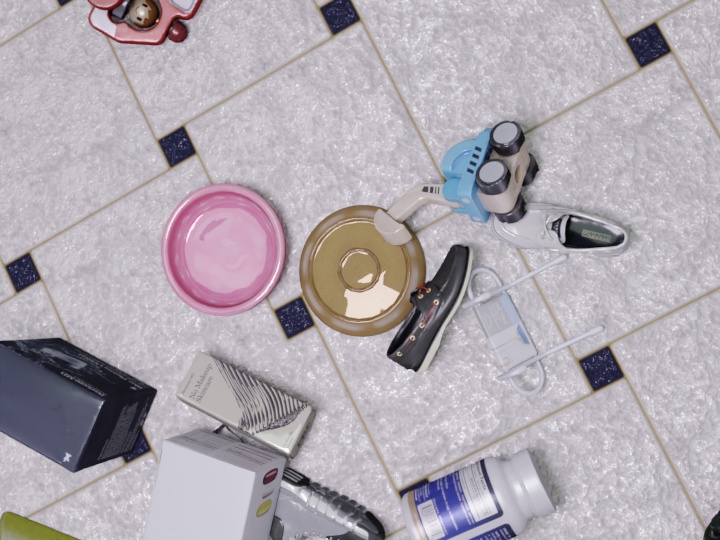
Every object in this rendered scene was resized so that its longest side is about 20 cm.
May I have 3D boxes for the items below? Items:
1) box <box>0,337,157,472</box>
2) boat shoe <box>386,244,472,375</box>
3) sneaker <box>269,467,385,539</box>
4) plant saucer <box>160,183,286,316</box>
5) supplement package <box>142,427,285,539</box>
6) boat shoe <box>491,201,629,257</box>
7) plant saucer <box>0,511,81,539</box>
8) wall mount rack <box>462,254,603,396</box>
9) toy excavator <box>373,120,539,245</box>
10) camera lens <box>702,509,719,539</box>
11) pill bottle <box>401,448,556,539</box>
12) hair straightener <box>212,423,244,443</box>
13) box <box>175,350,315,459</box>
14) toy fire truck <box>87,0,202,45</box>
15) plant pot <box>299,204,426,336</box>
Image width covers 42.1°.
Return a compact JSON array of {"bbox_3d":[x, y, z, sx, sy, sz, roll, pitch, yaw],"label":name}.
[{"bbox_3d":[-0.443,0.195,1.404,0.195,0.200,0.118,25,92,10],"label":"box"},{"bbox_3d":[0.103,0.051,1.366,0.063,0.074,0.203,25,96,-11],"label":"boat shoe"},{"bbox_3d":[-0.064,0.389,1.396,0.199,0.075,0.117,26,97,21],"label":"sneaker"},{"bbox_3d":[-0.208,-0.031,1.445,0.198,0.051,0.203,0,87,10],"label":"plant saucer"},{"bbox_3d":[-0.216,0.355,1.358,0.154,0.111,0.202,14,95,19],"label":"supplement package"},{"bbox_3d":[0.286,-0.058,1.343,0.198,0.066,0.073,15,88,12],"label":"boat shoe"},{"bbox_3d":[-0.521,0.513,1.482,0.198,0.048,0.202,17,91,11],"label":"plant saucer"},{"bbox_3d":[0.245,0.070,1.348,0.173,0.074,0.202,-22,84,-29],"label":"wall mount rack"},{"bbox_3d":[0.136,-0.118,1.359,0.198,0.100,0.196,9,66,33],"label":"toy excavator"},{"bbox_3d":[0.565,0.388,1.226,0.160,0.160,0.201,-38,81,7],"label":"camera lens"},{"bbox_3d":[0.167,0.335,1.326,0.198,0.116,0.117,-25,83,9],"label":"pill bottle"},{"bbox_3d":[-0.195,0.332,1.438,0.076,0.041,0.202,-5,82,10],"label":"hair straightener"},{"bbox_3d":[-0.172,0.203,1.411,0.198,0.068,0.083,24,75,10],"label":"box"},{"bbox_3d":[-0.329,-0.444,1.464,0.167,0.112,0.201,28,94,-8],"label":"toy fire truck"},{"bbox_3d":[0.000,0.000,1.416,0.198,0.027,0.203,0,88,10],"label":"plant pot"}]
